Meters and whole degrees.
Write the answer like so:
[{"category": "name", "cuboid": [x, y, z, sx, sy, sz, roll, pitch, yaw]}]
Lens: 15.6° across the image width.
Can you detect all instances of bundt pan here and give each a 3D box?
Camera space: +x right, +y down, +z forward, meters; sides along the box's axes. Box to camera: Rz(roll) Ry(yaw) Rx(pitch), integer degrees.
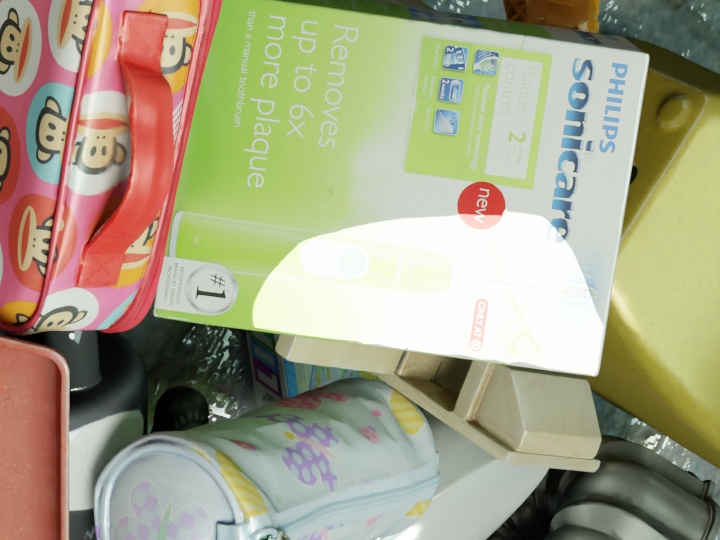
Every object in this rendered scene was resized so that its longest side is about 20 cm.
[{"category": "bundt pan", "cuboid": [0.108, 0.173, 1.496, 0.076, 0.202, 0.202, 41, 82, -13]}]

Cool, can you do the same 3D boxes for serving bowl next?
[{"category": "serving bowl", "cuboid": [0.008, 0.132, 1.421, 0.200, 0.066, 0.200, -34, 164, -11]}]

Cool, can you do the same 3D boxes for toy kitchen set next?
[{"category": "toy kitchen set", "cuboid": [0.067, -0.019, 1.290, 0.200, 0.163, 0.181, 10, 108, -46]}]

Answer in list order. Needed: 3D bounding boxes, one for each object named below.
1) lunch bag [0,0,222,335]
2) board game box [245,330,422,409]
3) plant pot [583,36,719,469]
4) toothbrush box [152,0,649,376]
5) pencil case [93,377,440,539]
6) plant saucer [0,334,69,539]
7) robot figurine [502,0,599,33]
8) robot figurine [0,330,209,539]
[{"category": "lunch bag", "cuboid": [-0.131, -0.077, 1.127, 0.082, 0.176, 0.201, -1, 113, -39]}, {"category": "board game box", "cuboid": [0.000, 0.000, 1.389, 0.134, 0.034, 0.200, -29, 132, -27]}, {"category": "plant pot", "cuboid": [0.178, -0.020, 1.439, 0.200, 0.195, 0.195, 33, 89, -41]}, {"category": "toothbrush box", "cuboid": [0.015, -0.043, 1.171, 0.199, 0.086, 0.146, 8, 99, -4]}, {"category": "pencil case", "cuboid": [-0.040, 0.103, 1.232, 0.200, 0.090, 0.083, -13, 96, -62]}, {"category": "plant saucer", "cuboid": [-0.211, 0.096, 1.167, 0.037, 0.199, 0.201, -49, 147, -58]}, {"category": "robot figurine", "cuboid": [0.089, -0.189, 1.280, 0.058, 0.200, 0.145, 0, 128, 1]}, {"category": "robot figurine", "cuboid": [-0.161, 0.095, 1.242, 0.125, 0.150, 0.201, -49, 146, -56]}]
